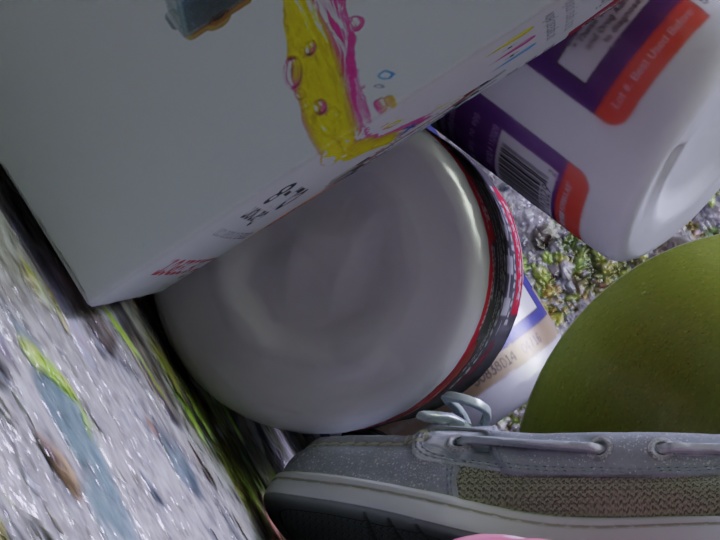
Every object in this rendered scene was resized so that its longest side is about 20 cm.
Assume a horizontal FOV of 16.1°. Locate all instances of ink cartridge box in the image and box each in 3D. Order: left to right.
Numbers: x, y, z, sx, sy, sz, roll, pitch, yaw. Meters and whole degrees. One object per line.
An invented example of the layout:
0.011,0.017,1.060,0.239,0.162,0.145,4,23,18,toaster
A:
-0.025,-0.101,0.732,0.145,0.200,0.145,58,4,1,ink cartridge box

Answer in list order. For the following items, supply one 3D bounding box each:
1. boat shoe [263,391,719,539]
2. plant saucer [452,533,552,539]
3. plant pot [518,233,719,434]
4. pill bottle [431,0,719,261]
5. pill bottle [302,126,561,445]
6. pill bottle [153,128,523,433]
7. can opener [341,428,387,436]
0.068,0.074,0.778,0.074,0.202,0.065,62,40,-44,boat shoe
0.081,0.151,0.659,0.200,0.051,0.201,39,30,-28,plant saucer
0.175,0.095,0.910,0.187,0.187,0.200,58,-8,-18,plant pot
0.045,-0.103,0.865,0.200,0.111,0.111,39,-4,17,pill bottle
-0.010,-0.017,1.062,0.200,0.116,0.116,59,2,-2,pill bottle
0.000,0.000,0.901,0.111,0.111,0.200,59,7,5,pill bottle
0.029,0.122,0.981,0.200,0.079,0.063,50,47,-57,can opener
